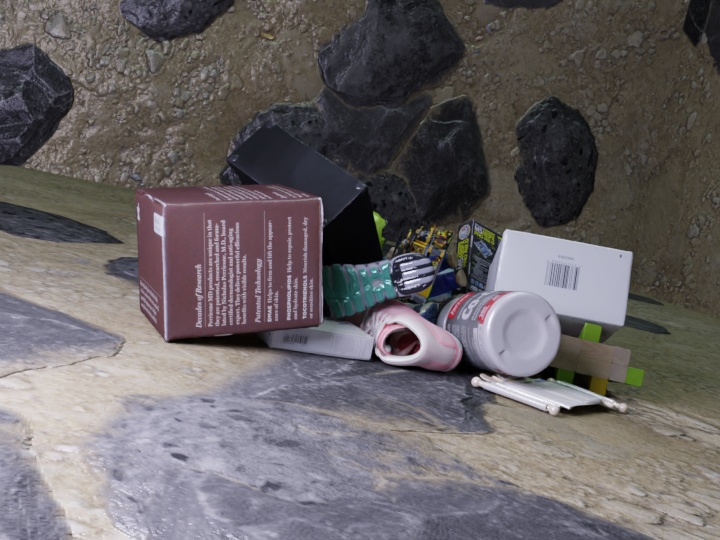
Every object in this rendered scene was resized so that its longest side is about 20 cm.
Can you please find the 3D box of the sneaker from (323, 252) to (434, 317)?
[{"bbox_3d":[0.008,0.023,1.327,0.199,0.075,0.088,-9,-1,5],"label":"sneaker"}]

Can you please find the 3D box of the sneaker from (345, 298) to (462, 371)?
[{"bbox_3d":[0.037,0.081,1.299,0.200,0.076,0.105,23,6,38],"label":"sneaker"}]

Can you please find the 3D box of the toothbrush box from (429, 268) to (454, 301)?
[{"bbox_3d":[0.161,0.037,1.928,0.199,0.086,0.146,13,5,4],"label":"toothbrush box"}]

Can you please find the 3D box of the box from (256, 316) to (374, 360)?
[{"bbox_3d":[-0.083,0.076,1.302,0.144,0.036,0.200,10,8,-23],"label":"box"}]

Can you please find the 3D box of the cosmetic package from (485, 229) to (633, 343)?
[{"bbox_3d":[0.306,0.037,1.498,0.199,0.123,0.200,11,-14,5],"label":"cosmetic package"}]

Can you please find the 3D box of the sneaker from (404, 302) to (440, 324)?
[{"bbox_3d":[0.076,0.085,1.445,0.085,0.077,0.200,4,-2,7],"label":"sneaker"}]

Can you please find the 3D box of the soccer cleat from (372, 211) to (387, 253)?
[{"bbox_3d":[0.000,0.000,1.498,0.081,0.201,0.068,4,-19,-9],"label":"soccer cleat"}]

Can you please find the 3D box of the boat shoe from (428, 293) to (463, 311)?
[{"bbox_3d":[0.184,0.075,1.718,0.072,0.065,0.200,8,7,-25],"label":"boat shoe"}]

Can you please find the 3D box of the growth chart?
[{"bbox_3d":[0.253,0.165,1.267,0.145,0.018,0.200,18,8,43],"label":"growth chart"}]

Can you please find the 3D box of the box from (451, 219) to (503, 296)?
[{"bbox_3d":[0.270,0.013,1.834,0.200,0.161,0.044,26,-32,-31],"label":"box"}]

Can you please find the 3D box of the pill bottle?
[{"bbox_3d":[0.186,0.085,1.321,0.114,0.114,0.200,11,-4,-17],"label":"pill bottle"}]

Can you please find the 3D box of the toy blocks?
[{"bbox_3d":[0.319,0.131,1.449,0.199,0.100,0.137,14,-6,-1],"label":"toy blocks"}]

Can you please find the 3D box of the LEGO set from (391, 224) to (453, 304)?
[{"bbox_3d":[0.071,0.004,1.600,0.116,0.200,0.154,21,24,5],"label":"LEGO set"}]

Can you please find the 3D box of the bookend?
[{"bbox_3d":[-0.077,-0.085,1.380,0.199,0.092,0.200,36,-20,27],"label":"bookend"}]

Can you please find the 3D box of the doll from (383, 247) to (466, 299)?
[{"bbox_3d":[0.086,0.019,1.706,0.200,0.137,0.048,-20,17,18],"label":"doll"}]

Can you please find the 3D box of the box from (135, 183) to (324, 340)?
[{"bbox_3d":[-0.166,-0.018,1.178,0.199,0.165,0.166,-4,13,-23],"label":"box"}]
